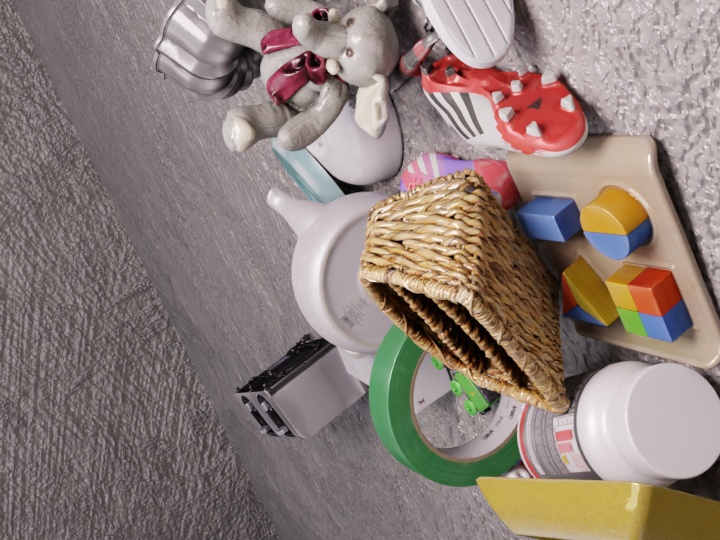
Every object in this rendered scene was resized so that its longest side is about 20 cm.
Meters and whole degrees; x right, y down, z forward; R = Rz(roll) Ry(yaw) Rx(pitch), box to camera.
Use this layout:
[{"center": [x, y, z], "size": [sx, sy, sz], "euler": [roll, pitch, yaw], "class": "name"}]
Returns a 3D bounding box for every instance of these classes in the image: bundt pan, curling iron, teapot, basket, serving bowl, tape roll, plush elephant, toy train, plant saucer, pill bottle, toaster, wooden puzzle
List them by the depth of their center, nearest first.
[{"center": [0.204, -0.014, 0.801], "size": [0.185, 0.046, 0.202], "euler": [15, 133, 63], "class": "wooden puzzle"}, {"center": [0.234, 0.225, 0.833], "size": [0.199, 0.049, 0.199], "euler": [19, 160, -31], "class": "plant saucer"}, {"center": [0.085, 0.037, 0.847], "size": [0.142, 0.150, 0.200], "euler": [-18, 137, 28], "class": "basket"}, {"center": [0.232, 0.146, 0.861], "size": [0.116, 0.115, 0.200], "euler": [57, 160, 4], "class": "pill bottle"}, {"center": [0.055, -0.202, 0.898], "size": [0.026, 0.049, 0.200], "euler": [49, 166, -1], "class": "curling iron"}, {"center": [-0.033, -0.204, 0.900], "size": [0.154, 0.198, 0.167], "euler": [-25, 65, 57], "class": "plush elephant"}, {"center": [0.107, 0.126, 1.005], "size": [0.202, 0.199, 0.048], "euler": [64, 159, -14], "class": "tape roll"}, {"center": [-0.132, -0.269, 1.039], "size": [0.076, 0.202, 0.202], "euler": [41, 158, 5], "class": "bundt pan"}, {"center": [-0.036, -0.183, 1.101], "size": [0.200, 0.065, 0.201], "euler": [48, 158, 26], "class": "serving bowl"}, {"center": [0.000, 0.000, 1.112], "size": [0.146, 0.195, 0.202], "euler": [-163, 69, -64], "class": "teapot"}, {"center": [0.109, 0.096, 1.199], "size": [0.201, 0.042, 0.056], "euler": [55, 150, 11], "class": "toy train"}, {"center": [-0.055, -0.105, 1.223], "size": [0.201, 0.027, 0.200], "euler": [50, 177, 3], "class": "plant saucer"}, {"center": [-0.100, 0.203, 1.652], "size": [0.119, 0.199, 0.180], "euler": [58, 152, -8], "class": "toaster"}]

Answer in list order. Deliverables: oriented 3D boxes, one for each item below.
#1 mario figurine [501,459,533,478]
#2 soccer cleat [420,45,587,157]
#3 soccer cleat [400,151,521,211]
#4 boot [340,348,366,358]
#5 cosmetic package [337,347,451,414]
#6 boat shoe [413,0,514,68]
[{"center": [0.213, 0.257, 1.069], "size": [0.200, 0.122, 0.107], "euler": [132, 118, -74], "class": "mario figurine"}, {"center": [0.124, -0.131, 0.805], "size": [0.200, 0.068, 0.086], "euler": [37, 163, 48], "class": "soccer cleat"}, {"center": [0.082, -0.079, 0.950], "size": [0.199, 0.076, 0.067], "euler": [12, 127, 62], "class": "soccer cleat"}, {"center": [-0.022, 0.039, 1.331], "size": [0.144, 0.072, 0.202], "euler": [67, -179, -71], "class": "boot"}, {"center": [0.038, 0.116, 1.344], "size": [0.200, 0.071, 0.102], "euler": [24, 140, 58], "class": "cosmetic package"}, {"center": [0.066, -0.250, 0.778], "size": [0.071, 0.071, 0.202], "euler": [111, 136, -75], "class": "boat shoe"}]
